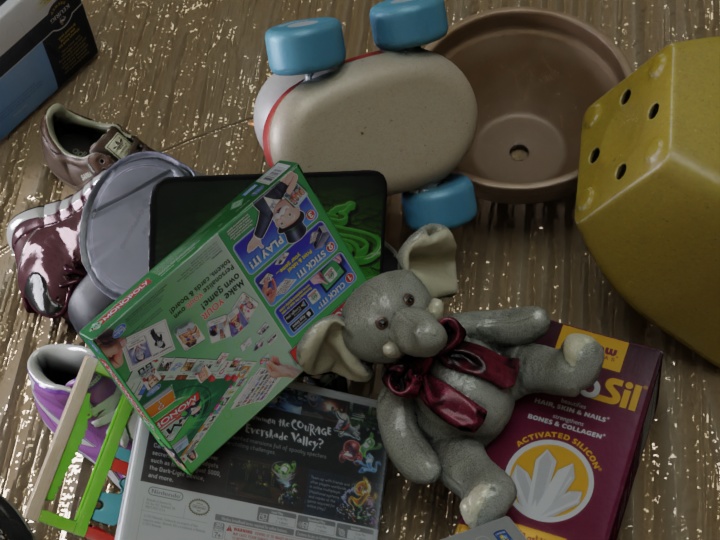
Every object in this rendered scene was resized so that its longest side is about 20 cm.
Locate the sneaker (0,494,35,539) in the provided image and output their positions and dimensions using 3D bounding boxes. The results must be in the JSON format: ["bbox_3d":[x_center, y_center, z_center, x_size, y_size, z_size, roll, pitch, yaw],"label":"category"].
[{"bbox_3d":[-0.286,0.212,1.179,0.075,0.106,0.200,-36,61,-16],"label":"sneaker"}]

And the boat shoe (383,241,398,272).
[{"bbox_3d":[0.000,0.000,1.315,0.060,0.074,0.200,5,26,-40],"label":"boat shoe"}]

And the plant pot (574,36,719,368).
[{"bbox_3d":[0.279,-0.068,1.206,0.199,0.195,0.195,23,56,-20],"label":"plant pot"}]

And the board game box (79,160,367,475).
[{"bbox_3d":[-0.091,0.033,1.135,0.200,0.135,0.029,-42,29,-20],"label":"board game box"}]

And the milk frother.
[{"bbox_3d":[-0.108,0.027,1.231,0.200,0.188,0.181,33,98,27],"label":"milk frother"}]

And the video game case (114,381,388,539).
[{"bbox_3d":[-0.079,0.169,1.170,0.199,0.023,0.183,14,69,-16],"label":"video game case"}]

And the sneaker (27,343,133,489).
[{"bbox_3d":[-0.184,0.125,1.222,0.200,0.115,0.073,24,61,18],"label":"sneaker"}]

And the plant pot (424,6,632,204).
[{"bbox_3d":[0.141,-0.129,1.365,0.200,0.093,0.202,-3,58,5],"label":"plant pot"}]

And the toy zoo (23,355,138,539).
[{"bbox_3d":[-0.141,0.161,1.188,0.199,0.020,0.132,23,80,-14],"label":"toy zoo"}]

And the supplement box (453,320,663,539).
[{"bbox_3d":[0.154,0.149,1.189,0.110,0.086,0.201,15,60,15],"label":"supplement box"}]

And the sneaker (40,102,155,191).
[{"bbox_3d":[-0.209,-0.085,1.381,0.199,0.076,0.071,24,62,20],"label":"sneaker"}]

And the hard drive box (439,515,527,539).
[{"bbox_3d":[0.104,0.297,1.051,0.077,0.156,0.200,-10,49,-42],"label":"hard drive box"}]

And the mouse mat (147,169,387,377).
[{"bbox_3d":[-0.068,0.006,1.169,0.199,0.162,0.008,-4,14,-30],"label":"mouse mat"}]

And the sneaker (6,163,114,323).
[{"bbox_3d":[-0.218,-0.014,1.318,0.199,0.076,0.116,-23,64,33],"label":"sneaker"}]

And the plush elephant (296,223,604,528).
[{"bbox_3d":[0.051,0.060,1.137,0.165,0.155,0.200,-50,34,-9],"label":"plush elephant"}]

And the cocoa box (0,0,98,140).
[{"bbox_3d":[-0.369,-0.212,1.444,0.133,0.131,0.200,33,66,24],"label":"cocoa box"}]

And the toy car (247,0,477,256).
[{"bbox_3d":[-0.016,-0.129,1.287,0.176,0.185,0.200,-16,18,-18],"label":"toy car"}]
